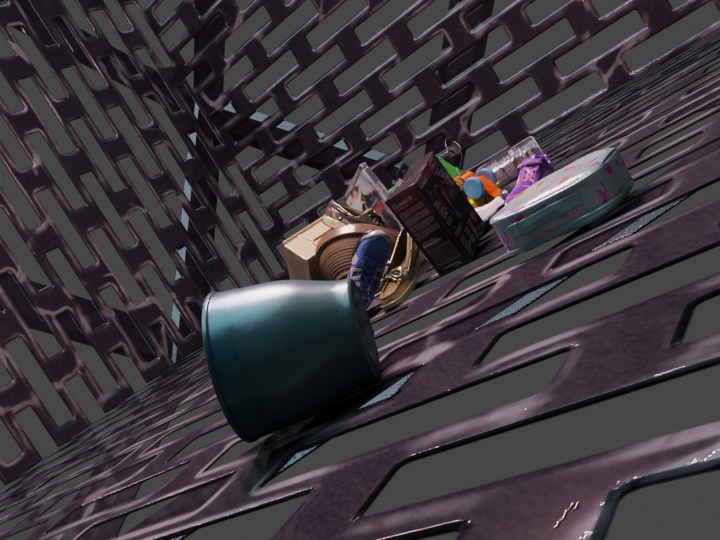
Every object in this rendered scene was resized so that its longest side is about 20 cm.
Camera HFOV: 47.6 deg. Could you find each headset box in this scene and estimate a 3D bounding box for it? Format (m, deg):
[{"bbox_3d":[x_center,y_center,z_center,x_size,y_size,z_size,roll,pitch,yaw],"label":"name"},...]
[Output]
[{"bbox_3d":[0.135,-0.113,1.502,0.075,0.200,0.149,-29,18,32],"label":"headset box"}]

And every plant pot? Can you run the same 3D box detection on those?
[{"bbox_3d":[0.000,0.000,1.736,0.200,0.200,0.093,-29,43,33],"label":"plant pot"},{"bbox_3d":[-0.079,0.100,1.053,0.187,0.202,0.200,-16,7,6],"label":"plant pot"}]

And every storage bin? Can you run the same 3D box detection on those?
[{"bbox_3d":[-0.069,-0.015,1.899,0.198,0.201,0.093,-34,47,-29],"label":"storage bin"}]

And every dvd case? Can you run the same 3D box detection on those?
[{"bbox_3d":[0.043,-0.127,1.840,0.022,0.201,0.146,-29,-14,-28],"label":"dvd case"}]

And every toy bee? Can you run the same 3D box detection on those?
[{"bbox_3d":[0.240,-0.174,1.730,0.130,0.201,0.109,-11,-26,-32],"label":"toy bee"}]

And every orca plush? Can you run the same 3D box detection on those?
[{"bbox_3d":[0.220,-0.091,1.643,0.200,0.105,0.071,-43,-30,4],"label":"orca plush"}]

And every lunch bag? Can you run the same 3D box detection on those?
[{"bbox_3d":[0.293,-0.096,1.200,0.199,0.077,0.160,-29,7,34],"label":"lunch bag"}]

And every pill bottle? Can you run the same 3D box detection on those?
[{"bbox_3d":[0.345,-0.222,1.929,0.199,0.107,0.106,-31,5,13],"label":"pill bottle"}]

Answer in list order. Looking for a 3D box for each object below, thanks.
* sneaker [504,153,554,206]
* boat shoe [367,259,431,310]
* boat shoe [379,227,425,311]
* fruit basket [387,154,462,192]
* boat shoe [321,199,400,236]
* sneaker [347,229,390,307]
[{"bbox_3d":[0.326,-0.172,1.555,0.080,0.089,0.200,6,23,23],"label":"sneaker"},{"bbox_3d":[0.056,0.014,1.651,0.199,0.068,0.072,-32,5,2],"label":"boat shoe"},{"bbox_3d":[0.073,-0.003,1.553,0.073,0.063,0.201,-26,24,42],"label":"boat shoe"},{"bbox_3d":[0.177,-0.149,1.933,0.215,0.216,0.156,-31,22,12],"label":"fruit basket"},{"bbox_3d":[0.011,-0.104,1.781,0.072,0.200,0.066,-24,-50,-67],"label":"boat shoe"},{"bbox_3d":[0.012,0.015,1.553,0.077,0.075,0.201,-105,30,-58],"label":"sneaker"}]
